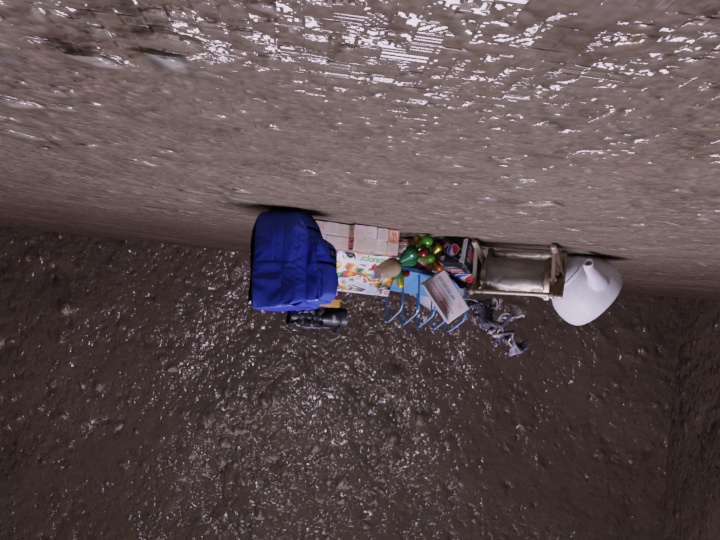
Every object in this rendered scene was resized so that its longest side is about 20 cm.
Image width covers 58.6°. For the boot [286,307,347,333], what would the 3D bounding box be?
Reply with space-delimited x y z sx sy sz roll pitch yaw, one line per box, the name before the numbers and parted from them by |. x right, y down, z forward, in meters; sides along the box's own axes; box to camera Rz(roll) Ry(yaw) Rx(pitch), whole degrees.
boot | -0.129 0.135 1.801 0.161 0.074 0.198 2 171 -10

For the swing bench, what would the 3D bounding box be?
swing bench | 0.381 0.004 1.541 0.198 0.131 0.200 3 177 25

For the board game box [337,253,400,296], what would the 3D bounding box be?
board game box | 0.000 0.000 1.711 0.199 0.127 0.035 7 -149 -22

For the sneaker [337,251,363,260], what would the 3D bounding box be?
sneaker | -0.011 -0.062 1.624 0.199 0.071 0.073 6 179 -44

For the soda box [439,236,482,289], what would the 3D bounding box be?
soda box | 0.254 -0.014 1.577 0.063 0.071 0.200 4 162 26

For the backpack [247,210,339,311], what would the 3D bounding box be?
backpack | -0.132 -0.022 1.308 0.166 0.202 0.162 -4 173 9

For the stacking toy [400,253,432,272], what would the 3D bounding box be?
stacking toy | 0.113 -0.041 1.793 0.109 0.117 0.200 6 165 38

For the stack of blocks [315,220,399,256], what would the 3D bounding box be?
stack of blocks | -0.023 -0.074 1.489 0.199 0.059 0.115 7 178 -23

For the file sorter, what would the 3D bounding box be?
file sorter | 0.180 0.086 1.774 0.198 0.124 0.139 10 155 -15

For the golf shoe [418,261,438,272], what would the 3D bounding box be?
golf shoe | 0.239 -0.034 1.760 0.198 0.076 0.092 13 -167 -4

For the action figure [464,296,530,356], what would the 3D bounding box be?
action figure | 0.326 0.112 1.522 0.200 0.102 0.119 49 178 -34

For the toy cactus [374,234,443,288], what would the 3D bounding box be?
toy cactus | 0.108 -0.011 1.560 0.164 0.103 0.200 -22 171 -31

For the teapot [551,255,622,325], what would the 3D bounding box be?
teapot | 0.556 0.032 1.647 0.146 0.200 0.198 41 -148 -3

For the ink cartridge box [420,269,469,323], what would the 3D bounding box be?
ink cartridge box | 0.210 0.064 1.601 0.068 0.116 0.200 -34 178 3

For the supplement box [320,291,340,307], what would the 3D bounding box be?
supplement box | -0.136 -0.004 1.818 0.132 0.202 0.197 6 178 -16

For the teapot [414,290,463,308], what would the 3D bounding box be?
teapot | 0.268 0.028 2.210 0.197 0.200 0.147 38 154 29

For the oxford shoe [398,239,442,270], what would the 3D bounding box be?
oxford shoe | 0.179 -0.040 1.670 0.198 0.074 0.071 6 178 -5
